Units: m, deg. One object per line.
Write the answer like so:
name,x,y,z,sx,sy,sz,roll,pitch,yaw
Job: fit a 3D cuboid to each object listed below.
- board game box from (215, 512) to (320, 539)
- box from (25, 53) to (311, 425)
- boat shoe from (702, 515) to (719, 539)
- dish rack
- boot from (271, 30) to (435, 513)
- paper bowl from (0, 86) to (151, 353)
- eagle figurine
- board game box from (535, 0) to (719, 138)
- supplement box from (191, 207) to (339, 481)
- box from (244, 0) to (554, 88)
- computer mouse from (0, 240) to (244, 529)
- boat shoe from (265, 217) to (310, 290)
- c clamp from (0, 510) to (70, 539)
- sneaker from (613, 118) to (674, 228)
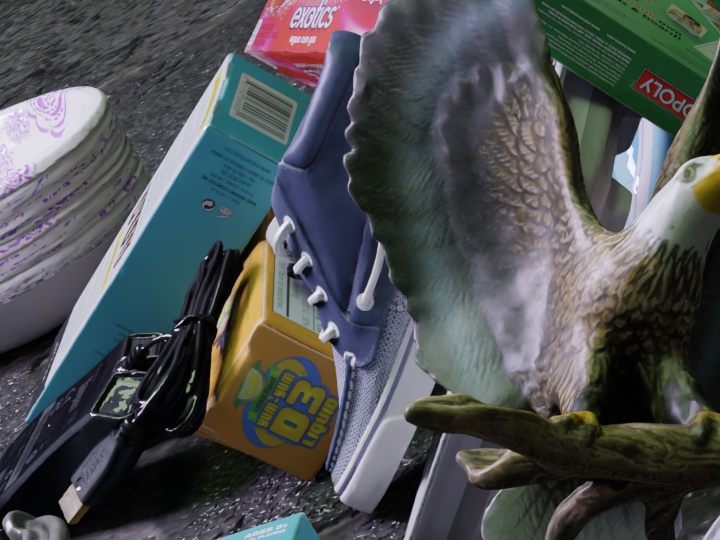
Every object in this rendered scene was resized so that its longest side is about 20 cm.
board game box,-0.098,0.182,0.907,0.151,0.047,0.200,-19,22,21
box,-0.096,-0.005,1.201,0.200,0.049,0.082,-56,12,29
boat shoe,0.156,0.070,0.828,0.073,0.065,0.200,-2,32,50
dish rack,0.069,0.010,0.966,0.043,0.200,0.172,18,26,1
boot,0.000,0.000,1.006,0.090,0.200,0.073,20,20,1
paper bowl,-0.222,-0.021,1.473,0.200,0.105,0.201,-25,20,10
eagle figurine,0.085,-0.004,0.805,0.151,0.152,0.200,-26,41,18
board game box,0.092,-0.116,0.963,0.029,0.200,0.135,-58,-5,25
supplement box,-0.035,0.023,1.163,0.067,0.069,0.200,-58,10,20
box,0.029,-0.129,1.209,0.096,0.100,0.200,-65,20,-4
computer mouse,-0.118,0.086,1.122,0.200,0.046,0.141,-43,17,29
boat shoe,0.045,-0.018,1.154,0.200,0.062,0.075,-9,-30,-47
c clamp,-0.177,0.163,0.954,0.200,0.027,0.171,-47,10,15
sneaker,0.126,-0.084,1.098,0.079,0.201,0.130,9,-5,-28
